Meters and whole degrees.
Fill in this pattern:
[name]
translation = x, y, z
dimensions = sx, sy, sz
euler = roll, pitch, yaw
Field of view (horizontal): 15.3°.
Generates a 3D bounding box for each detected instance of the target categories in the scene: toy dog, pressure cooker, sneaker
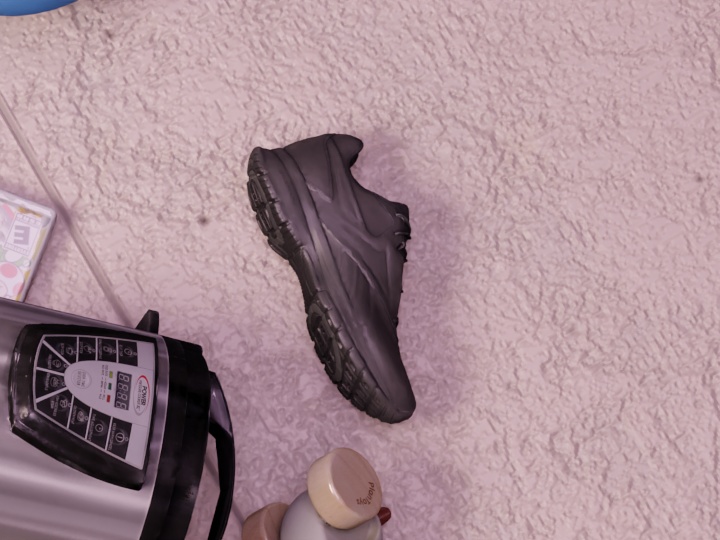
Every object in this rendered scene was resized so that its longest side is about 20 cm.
[toy dog]
translation = 0.002, 0.212, 1.671
dimensions = 0.096, 0.132, 0.201
euler = 4, 80, -45
[pressure cooker]
translation = -0.172, 0.112, 1.625
dimensions = 0.199, 0.179, 0.176
euler = 15, 103, -16
[sneaker]
translation = 0.000, 0.000, 1.726
dimensions = 0.090, 0.076, 0.201
euler = -21, 83, -16

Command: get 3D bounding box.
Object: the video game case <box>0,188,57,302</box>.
[video game case]
translation = -0.318, 0.011, 1.712
dimensions = 0.199, 0.023, 0.183
euler = 21, 77, -2

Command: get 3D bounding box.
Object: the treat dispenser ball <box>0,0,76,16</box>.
[treat dispenser ball]
translation = -0.221, -0.261, 1.688
dimensions = 0.200, 0.201, 0.202
euler = 1, 78, -6
